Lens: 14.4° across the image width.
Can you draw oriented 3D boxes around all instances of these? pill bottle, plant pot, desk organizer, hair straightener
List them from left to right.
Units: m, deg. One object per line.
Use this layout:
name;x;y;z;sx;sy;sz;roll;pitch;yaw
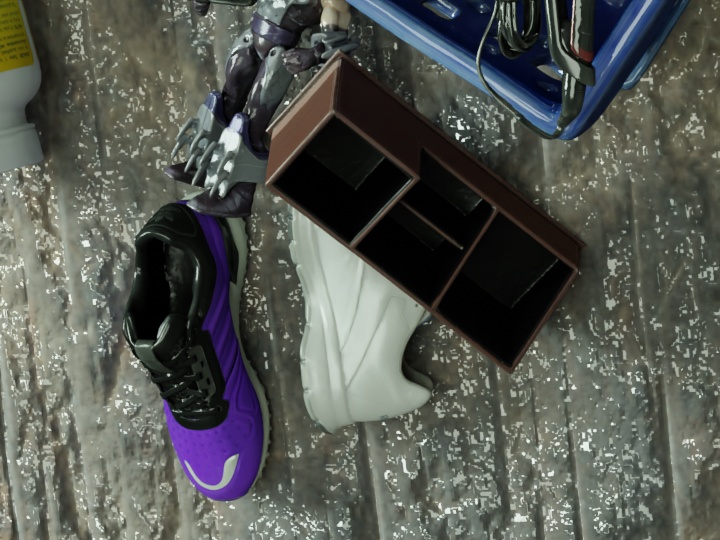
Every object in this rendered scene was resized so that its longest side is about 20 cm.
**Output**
pill bottle;-0.271;-0.156;1.831;0.112;0.112;0.201;-14;94;24
desk organizer;0.039;-0.033;1.704;0.200;0.077;0.072;37;114;-16
hair straightener;0.095;-0.170;1.531;0.077;0.041;0.201;5;106;22
plant pot;0.115;-0.213;1.628;0.200;0.180;0.201;35;110;13

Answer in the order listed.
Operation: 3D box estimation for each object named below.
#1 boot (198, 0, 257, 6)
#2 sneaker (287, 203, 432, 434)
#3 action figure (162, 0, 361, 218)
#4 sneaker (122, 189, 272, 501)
boot;-0.050;-0.218;1.705;0.199;0.068;0.131;4;75;52
sneaker;0.000;0.000;1.784;0.087;0.075;0.201;-6;102;7
action figure;-0.059;-0.135;1.763;0.130;0.069;0.201;38;112;45
sneaker;-0.114;0.055;1.812;0.069;0.099;0.201;-4;98;25
